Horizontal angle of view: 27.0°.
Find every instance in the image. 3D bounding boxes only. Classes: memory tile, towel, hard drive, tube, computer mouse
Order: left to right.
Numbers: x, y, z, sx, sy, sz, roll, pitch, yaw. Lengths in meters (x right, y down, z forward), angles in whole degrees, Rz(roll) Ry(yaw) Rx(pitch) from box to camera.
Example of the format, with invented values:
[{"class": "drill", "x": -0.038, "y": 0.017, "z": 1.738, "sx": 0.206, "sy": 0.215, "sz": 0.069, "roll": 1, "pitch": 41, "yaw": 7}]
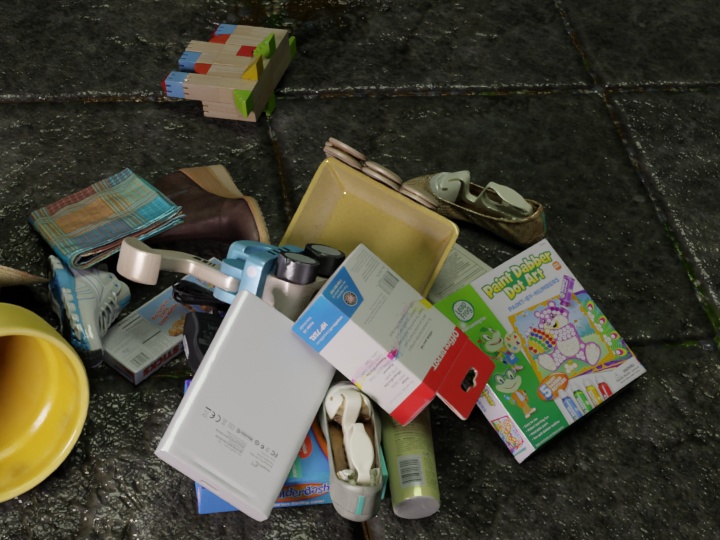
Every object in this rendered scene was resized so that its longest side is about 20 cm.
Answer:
[{"class": "towel", "x": -0.303, "y": -0.064, "z": 1.763, "sx": 0.146, "sy": 0.022, "sz": 0.200, "roll": -27, "pitch": 28, "yaw": -17}, {"class": "computer mouse", "x": -0.136, "y": 0.086, "z": 1.654, "sx": 0.139, "sy": 0.046, "sz": 0.200, "roll": 16, "pitch": 22, "yaw": -25}, {"class": "hard drive", "x": -0.111, "y": 0.136, "z": 1.536, "sx": 0.131, "sy": 0.026, "sz": 0.201, "roll": 35, "pitch": 57, "yaw": -15}, {"class": "memory tile", "x": 0.024, "y": -0.110, "z": 1.782, "sx": 0.152, "sy": 0.017, "sz": 0.200, "roll": 29, "pitch": 1, "yaw": -1}, {"class": "tube", "x": 0.049, "y": 0.167, "z": 1.613, "sx": 0.052, "sy": 0.058, "sz": 0.201, "roll": -22, "pitch": 53, "yaw": 19}]

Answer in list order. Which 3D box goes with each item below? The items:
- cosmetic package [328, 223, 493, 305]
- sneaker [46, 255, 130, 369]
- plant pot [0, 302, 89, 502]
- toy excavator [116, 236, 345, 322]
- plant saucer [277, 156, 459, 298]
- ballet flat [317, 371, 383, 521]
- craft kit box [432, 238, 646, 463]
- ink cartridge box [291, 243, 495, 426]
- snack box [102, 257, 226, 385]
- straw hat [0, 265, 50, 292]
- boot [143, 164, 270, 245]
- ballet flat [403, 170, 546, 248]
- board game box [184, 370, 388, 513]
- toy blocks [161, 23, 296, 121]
[{"class": "cosmetic package", "x": 0.051, "y": -0.007, "z": 1.804, "sx": 0.200, "sy": 0.071, "sz": 0.105, "roll": 38, "pitch": 50, "yaw": 27}, {"class": "sneaker", "x": -0.296, "y": 0.039, "z": 1.672, "sx": 0.086, "sy": 0.076, "sz": 0.200, "roll": -4, "pitch": 32, "yaw": -18}, {"class": "plant pot", "x": -0.404, "y": 0.107, "z": 1.528, "sx": 0.200, "sy": 0.202, "sz": 0.189, "roll": -20, "pitch": 36, "yaw": -28}, {"class": "toy excavator", "x": -0.144, "y": 0.008, "z": 1.659, "sx": 0.199, "sy": 0.101, "sz": 0.194, "roll": 19, "pitch": 15, "yaw": 22}, {"class": "plant saucer", "x": 0.000, "y": 0.000, "z": 1.735, "sx": 0.199, "sy": 0.201, "sz": 0.048, "roll": 30, "pitch": 4, "yaw": 27}, {"class": "ballet flat", "x": -0.006, "y": 0.166, "z": 1.553, "sx": 0.067, "sy": 0.064, "sz": 0.201, "roll": 1, "pitch": 43, "yaw": -10}, {"class": "craft kit box", "x": 0.196, "y": 0.087, "z": 1.706, "sx": 0.199, "sy": 0.049, "sz": 0.198, "roll": -29, "pitch": 74, "yaw": -34}, {"class": "ink cartridge box", "x": 0.038, "y": 0.080, "z": 1.595, "sx": 0.200, "sy": 0.067, "sz": 0.116, "roll": 41, "pitch": 37, "yaw": -2}, {"class": "snack box", "x": -0.212, "y": 0.055, "z": 1.727, "sx": 0.072, "sy": 0.024, "sz": 0.200, "roll": 32, "pitch": 48, "yaw": 25}, {"class": "straw hat", "x": -0.453, "y": 0.025, "z": 1.667, "sx": 0.199, "sy": 0.201, "sz": 0.086, "roll": 14, "pitch": 84, "yaw": 5}, {"class": "boot", "x": -0.208, "y": -0.048, "z": 1.808, "sx": 0.165, "sy": 0.073, "sz": 0.200, "roll": -21, "pitch": 42, "yaw": -17}, {"class": "ballet flat", "x": 0.147, "y": -0.093, "z": 1.917, "sx": 0.198, "sy": 0.066, "sz": 0.071, "roll": 19, "pitch": 44, "yaw": 10}, {"class": "board game box", "x": -0.082, "y": 0.180, "z": 1.603, "sx": 0.198, "sy": 0.045, "sz": 0.153, "roll": -3, "pitch": 44, "yaw": -14}, {"class": "toy blocks", "x": -0.183, "y": -0.273, "z": 2.041, "sx": 0.135, "sy": 0.101, "sz": 0.201, "roll": 8, "pitch": 42, "yaw": 15}]
